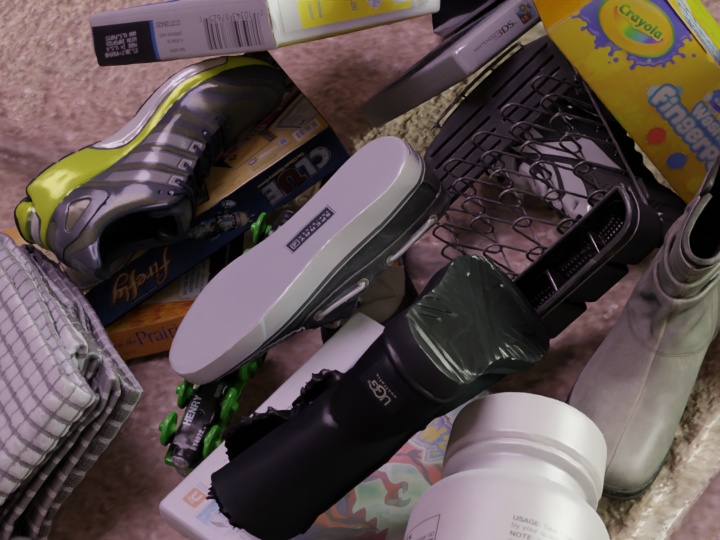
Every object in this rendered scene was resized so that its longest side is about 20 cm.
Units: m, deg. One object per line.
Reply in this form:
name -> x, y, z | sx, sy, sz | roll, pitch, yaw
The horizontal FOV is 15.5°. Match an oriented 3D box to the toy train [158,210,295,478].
toy train -> -0.078, 0.049, 1.677 | 0.042, 0.056, 0.200 | 16, 58, 11

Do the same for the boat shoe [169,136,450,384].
boat shoe -> -0.028, 0.006, 1.625 | 0.200, 0.068, 0.072 | -45, 35, 0

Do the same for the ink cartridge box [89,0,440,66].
ink cartridge box -> -0.046, -0.175, 1.775 | 0.200, 0.047, 0.197 | -13, 7, -39

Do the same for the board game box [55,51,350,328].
board game box -> -0.119, -0.060, 1.782 | 0.200, 0.035, 0.136 | -34, 38, -2

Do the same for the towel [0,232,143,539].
towel -> -0.227, 0.087, 1.660 | 0.166, 0.086, 0.200 | -52, 39, 9

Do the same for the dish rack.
dish rack -> 0.099, -0.051, 1.647 | 0.153, 0.055, 0.200 | -43, 50, 26

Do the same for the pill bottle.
pill bottle -> 0.075, 0.171, 1.423 | 0.114, 0.114, 0.200 | -4, 48, 22

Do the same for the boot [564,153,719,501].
boot -> 0.176, 0.025, 1.524 | 0.068, 0.131, 0.200 | 23, 52, 7

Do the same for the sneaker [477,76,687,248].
sneaker -> 0.146, -0.078, 1.691 | 0.200, 0.066, 0.091 | 30, 105, 46

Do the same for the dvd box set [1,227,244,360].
dvd box set -> -0.178, 0.009, 1.805 | 0.200, 0.029, 0.146 | -13, 38, 13

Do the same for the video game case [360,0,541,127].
video game case -> 0.100, -0.173, 1.793 | 0.182, 0.024, 0.200 | -39, 6, -18

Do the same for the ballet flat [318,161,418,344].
ballet flat -> 0.000, 0.000, 1.699 | 0.073, 0.073, 0.200 | -16, 40, 10

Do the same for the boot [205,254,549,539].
boot -> 0.008, 0.074, 1.517 | 0.168, 0.076, 0.200 | -38, -4, 24

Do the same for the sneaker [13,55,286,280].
sneaker -> -0.123, -0.062, 1.715 | 0.200, 0.074, 0.081 | -39, 60, -11

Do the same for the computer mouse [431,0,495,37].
computer mouse -> 0.098, -0.218, 1.834 | 0.110, 0.044, 0.200 | -42, 6, -31

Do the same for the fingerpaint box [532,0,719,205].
fingerpaint box -> 0.175, -0.143, 1.630 | 0.073, 0.200, 0.167 | -35, 36, 13

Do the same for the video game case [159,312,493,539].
video game case -> 0.012, 0.130, 1.553 | 0.200, 0.023, 0.182 | 31, 63, 31
